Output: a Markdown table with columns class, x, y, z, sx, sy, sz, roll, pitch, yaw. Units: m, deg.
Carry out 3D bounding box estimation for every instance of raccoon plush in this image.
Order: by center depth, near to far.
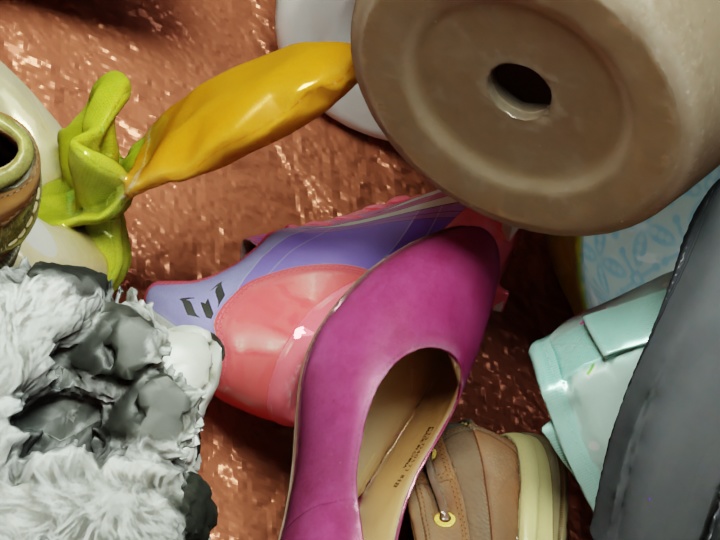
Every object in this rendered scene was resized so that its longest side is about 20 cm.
| class | x | y | z | sx | sy | sz | roll | pitch | yaw |
| --- | --- | --- | --- | --- | --- | --- | --- | --- | --- |
| raccoon plush | -0.128 | 0.062 | 0.735 | 0.200 | 0.134 | 0.097 | -15 | 82 | -14 |

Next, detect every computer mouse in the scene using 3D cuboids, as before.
| class | x | y | z | sx | sy | sz | roll | pitch | yaw |
| --- | --- | --- | --- | --- | --- | --- | --- | --- | --- |
| computer mouse | 0.127 | 0.051 | 0.743 | 0.138 | 0.200 | 0.053 | 14 | -5 | 13 |

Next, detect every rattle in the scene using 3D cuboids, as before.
| class | x | y | z | sx | sy | sz | roll | pitch | yaw |
| --- | --- | --- | --- | --- | --- | --- | --- | --- | --- |
| rattle | -0.122 | -0.091 | 0.791 | 0.200 | 0.143 | 0.130 | 55 | 32 | 12 |

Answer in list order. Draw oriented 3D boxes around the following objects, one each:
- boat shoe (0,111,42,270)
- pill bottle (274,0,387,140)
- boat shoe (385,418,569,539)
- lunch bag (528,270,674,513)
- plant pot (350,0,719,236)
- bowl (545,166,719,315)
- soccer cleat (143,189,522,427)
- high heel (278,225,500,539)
| class | x | y | z | sx | sy | sz | roll | pitch | yaw |
| --- | --- | --- | --- | --- | --- | --- | --- | --- | --- |
| boat shoe | -0.188 | -0.025 | 0.682 | 0.200 | 0.068 | 0.072 | -7 | 73 | -18 |
| pill bottle | 0.030 | -0.160 | 1.011 | 0.120 | 0.120 | 0.200 | 26 | 43 | -25 |
| boat shoe | 0.025 | 0.134 | 0.804 | 0.068 | 0.072 | 0.200 | 15 | 49 | -12 |
| lunch bag | 0.158 | 0.042 | 0.862 | 0.200 | 0.170 | 0.122 | 50 | 20 | -62 |
| plant pot | 0.084 | -0.104 | 0.788 | 0.200 | 0.200 | 0.175 | 40 | 50 | -9 |
| bowl | 0.147 | -0.053 | 1.010 | 0.200 | 0.200 | 0.108 | 15 | 16 | -34 |
| soccer cleat | 0.000 | 0.000 | 0.898 | 0.076 | 0.067 | 0.200 | 27 | 28 | 18 |
| high heel | 0.015 | 0.074 | 0.772 | 0.200 | 0.096 | 0.067 | -58 | 144 | -20 |
